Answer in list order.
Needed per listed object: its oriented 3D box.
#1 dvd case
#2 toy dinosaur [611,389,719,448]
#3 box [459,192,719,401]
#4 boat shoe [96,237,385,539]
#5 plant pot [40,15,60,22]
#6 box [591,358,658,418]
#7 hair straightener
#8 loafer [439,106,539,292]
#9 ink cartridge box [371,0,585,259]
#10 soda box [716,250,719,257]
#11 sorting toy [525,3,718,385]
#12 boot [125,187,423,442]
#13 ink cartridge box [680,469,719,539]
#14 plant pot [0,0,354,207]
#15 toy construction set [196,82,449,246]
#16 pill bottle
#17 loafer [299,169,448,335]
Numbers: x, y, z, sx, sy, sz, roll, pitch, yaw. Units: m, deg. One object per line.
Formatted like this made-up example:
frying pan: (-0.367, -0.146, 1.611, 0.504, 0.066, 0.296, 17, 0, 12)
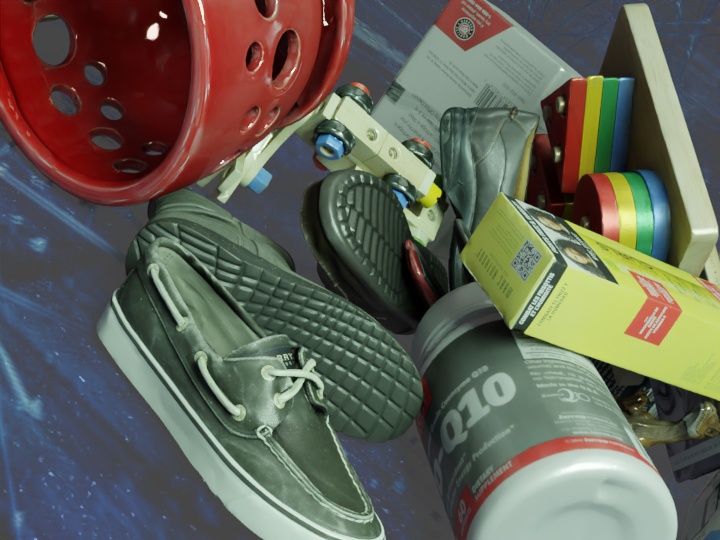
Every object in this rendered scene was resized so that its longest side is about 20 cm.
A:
dvd case: (0.230, 0.041, 0.872, 0.149, 0.016, 0.203, 109, -30, -72)
toy dinosaur: (0.166, 0.109, 0.875, 0.105, 0.061, 0.199, 11, -3, -31)
box: (0.156, 0.020, 0.728, 0.198, 0.050, 0.076, 20, 24, -33)
boat shoe: (-0.054, 0.063, 0.601, 0.200, 0.064, 0.070, 43, 21, 21)
plant pot: (-0.268, -0.272, 0.893, 0.199, 0.203, 0.134, 23, -14, -30)
box: (0.199, 0.030, 1.048, 0.122, 0.107, 0.200, 14, 29, -51)
hair straightener: (0.097, 0.037, 0.824, 0.041, 0.076, 0.201, -107, 170, -47)
loafer: (0.102, -0.020, 0.893, 0.071, 0.203, 0.073, -4, 9, 15)
ink cartridge box: (0.096, -0.128, 1.107, 0.082, 0.201, 0.147, 14, 28, -53)
soda box: (0.313, 0.038, 1.102, 0.068, 0.200, 0.064, 30, 60, -14)
sorting toy: (0.173, -0.050, 0.885, 0.069, 0.200, 0.202, -3, 57, -6)
boot: (-0.047, 0.014, 0.741, 0.199, 0.068, 0.131, 34, 13, -8)
ink cartridge box: (0.284, 0.165, 0.813, 0.084, 0.147, 0.200, 38, 18, 10)
plant pot: (-0.112, -0.157, 0.759, 0.200, 0.202, 0.182, 41, 37, 19)
toy construction set: (-0.016, -0.067, 0.899, 0.198, 0.131, 0.093, 24, 66, -28)
pill bottle: (0.093, 0.096, 0.700, 0.113, 0.114, 0.201, 27, 20, -23)
loafer: (0.000, 0.000, 0.799, 0.200, 0.070, 0.074, 49, 42, -58)
